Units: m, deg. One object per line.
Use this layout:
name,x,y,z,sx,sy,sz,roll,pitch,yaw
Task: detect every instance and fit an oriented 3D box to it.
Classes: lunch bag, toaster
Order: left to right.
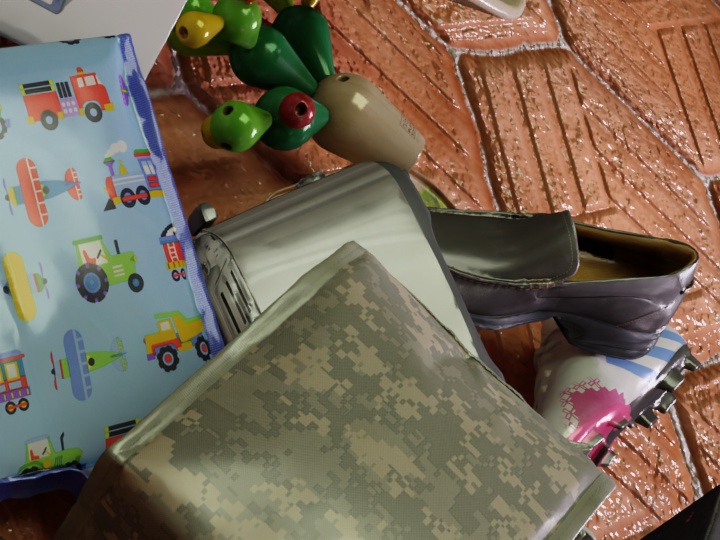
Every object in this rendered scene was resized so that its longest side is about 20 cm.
lunch bag,-0.145,0.009,0.982,0.150,0.094,0.201,-13,73,-39
toaster,-0.016,0.053,1.070,0.129,0.114,0.201,-17,78,-29
lunch bag,-0.004,0.098,0.930,0.164,0.118,0.200,43,50,7

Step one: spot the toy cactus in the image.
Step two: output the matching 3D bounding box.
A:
toy cactus,-0.032,-0.114,1.230,0.165,0.102,0.200,34,19,-19

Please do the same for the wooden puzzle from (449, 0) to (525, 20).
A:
wooden puzzle,-0.020,-0.204,1.284,0.185,0.047,0.200,24,9,34

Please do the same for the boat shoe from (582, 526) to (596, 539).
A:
boat shoe,0.091,0.150,1.108,0.073,0.065,0.200,38,9,-29

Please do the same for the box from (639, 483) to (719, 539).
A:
box,0.159,0.221,1.128,0.106,0.122,0.200,45,33,-7

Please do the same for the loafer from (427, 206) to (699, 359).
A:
loafer,0.097,-0.009,1.241,0.199,0.072,0.073,11,44,-30

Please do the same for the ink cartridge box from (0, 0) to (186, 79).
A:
ink cartridge box,-0.192,-0.174,1.070,0.199,0.088,0.145,28,5,-34

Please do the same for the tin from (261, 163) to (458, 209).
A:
tin,0.000,0.000,1.231,0.200,0.042,0.112,-22,79,-56

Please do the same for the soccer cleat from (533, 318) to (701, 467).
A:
soccer cleat,0.125,0.070,1.299,0.086,0.070,0.200,38,30,15

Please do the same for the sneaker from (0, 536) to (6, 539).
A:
sneaker,-0.177,0.148,0.837,0.076,0.079,0.200,51,32,0
